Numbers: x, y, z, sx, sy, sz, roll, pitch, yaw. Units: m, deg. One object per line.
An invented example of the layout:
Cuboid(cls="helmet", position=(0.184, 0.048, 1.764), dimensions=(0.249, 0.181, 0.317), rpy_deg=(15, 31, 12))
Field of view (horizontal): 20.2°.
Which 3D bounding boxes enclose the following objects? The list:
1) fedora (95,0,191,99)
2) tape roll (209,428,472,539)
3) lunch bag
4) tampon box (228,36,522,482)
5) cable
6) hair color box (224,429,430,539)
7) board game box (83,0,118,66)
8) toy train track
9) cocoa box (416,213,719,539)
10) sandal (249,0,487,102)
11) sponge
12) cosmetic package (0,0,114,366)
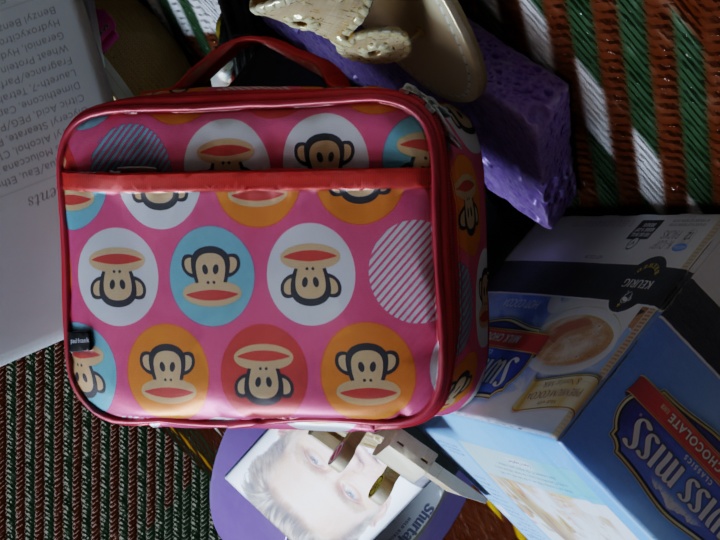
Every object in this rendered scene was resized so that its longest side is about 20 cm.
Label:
Cuboid(cls="fedora", position=(-0.166, -0.130, 1.343), dimensions=(0.201, 0.082, 0.201), rpy_deg=(45, 165, 15))
Cuboid(cls="tape roll", position=(-0.007, 0.140, 1.451), dimensions=(0.085, 0.200, 0.200), rpy_deg=(32, 163, 36))
Cuboid(cls="lunch bag", position=(-0.040, -0.018, 0.925), dimensions=(0.198, 0.178, 0.082), rpy_deg=(-1, -177, 21))
Cuboid(cls="tampon box", position=(0.000, 0.000, 1.091), dimensions=(0.149, 0.127, 0.200), rpy_deg=(35, 174, 33))
Cuboid(cls="cable", position=(-0.072, -0.124, 1.086), dimensions=(0.050, 0.098, 0.200), rpy_deg=(-6, 159, 8))
Cuboid(cls="hair color box", position=(0.014, 0.093, 1.275), dimensions=(0.100, 0.200, 0.061), rpy_deg=(43, -150, 2))
Cuboid(cls="board game box", position=(-0.212, -0.208, 1.091), dimensions=(0.200, 0.026, 0.200), rpy_deg=(40, 167, 5))
Cuboid(cls="toy train track", position=(-0.001, 0.095, 1.046), dimensions=(0.114, 0.033, 0.200), rpy_deg=(36, 173, -9))
Cuboid(cls="cocoa box", position=(0.129, 0.065, 0.955), dimensions=(0.133, 0.131, 0.200), rpy_deg=(45, 167, -16))
Cuboid(cls="sandal", position=(-0.028, -0.140, 0.858), dimensions=(0.077, 0.070, 0.213), rpy_deg=(6, 134, 55))
Cuboid(cls="sponge", position=(0.021, -0.105, 0.980), dimensions=(0.199, 0.030, 0.112), rpy_deg=(37, 166, 23))
Cuboid(cls="cosmetic package", position=(-0.220, -0.059, 1.024), dimensions=(0.164, 0.164, 0.202), rpy_deg=(13, 122, 64))
